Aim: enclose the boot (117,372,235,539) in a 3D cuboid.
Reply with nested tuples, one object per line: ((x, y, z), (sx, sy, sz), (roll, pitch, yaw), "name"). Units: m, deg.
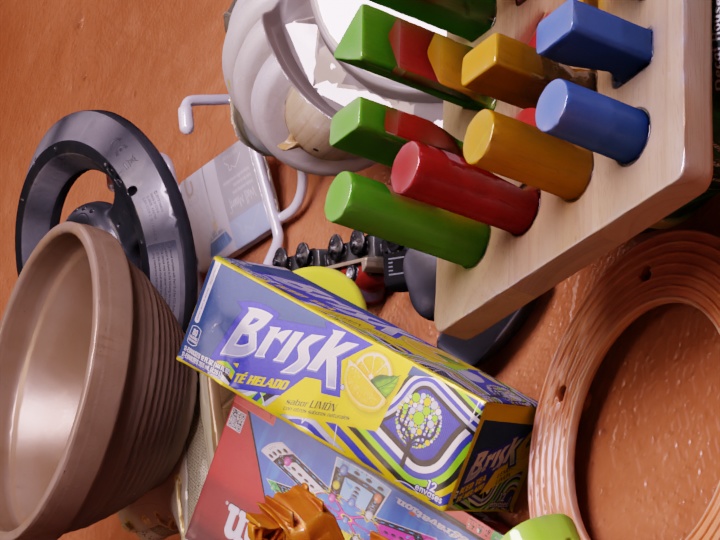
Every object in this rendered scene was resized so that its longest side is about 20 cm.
((-0.100, 0.159, 1.530), (0.155, 0.072, 0.202), (-36, 54, 55), "boot")

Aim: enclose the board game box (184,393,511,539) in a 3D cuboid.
((-0.009, 0.146, 1.340), (0.199, 0.019, 0.104), (28, 105, 35), "board game box")

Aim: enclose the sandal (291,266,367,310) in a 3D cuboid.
((-0.022, 0.101, 1.430), (0.087, 0.079, 0.202), (43, -128, -84), "sandal")

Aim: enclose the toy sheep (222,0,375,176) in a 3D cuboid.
((-0.021, -0.132, 1.465), (0.138, 0.137, 0.201), (-58, 18, 28), "toy sheep")

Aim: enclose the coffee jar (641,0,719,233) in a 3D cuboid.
((0.166, -0.086, 1.149), (0.200, 0.085, 0.105), (-26, 54, 55), "coffee jar")

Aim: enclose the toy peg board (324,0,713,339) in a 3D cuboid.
((0.066, -0.102, 1.146), (0.199, 0.097, 0.202), (-35, 45, 51), "toy peg board")

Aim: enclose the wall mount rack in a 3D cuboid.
((-0.105, -0.014, 1.620), (0.200, 0.074, 0.175), (-31, 70, 54), "wall mount rack")

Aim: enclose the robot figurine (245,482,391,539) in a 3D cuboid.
((-0.012, 0.222, 1.284), (0.145, 0.058, 0.202), (24, 123, 51), "robot figurine")

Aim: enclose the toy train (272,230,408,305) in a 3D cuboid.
((0.000, 0.000, 1.466), (0.200, 0.034, 0.046), (-12, 79, 58), "toy train")

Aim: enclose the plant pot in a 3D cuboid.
((-0.162, 0.077, 1.509), (0.201, 0.092, 0.202), (-39, 44, 52), "plant pot")

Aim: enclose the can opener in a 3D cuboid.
((0.089, -0.042, 1.312), (0.201, 0.078, 0.063), (-58, -6, 24), "can opener")

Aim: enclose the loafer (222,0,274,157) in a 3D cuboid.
((-0.050, -0.152, 1.589), (0.070, 0.075, 0.201), (-39, 35, 49), "loafer")

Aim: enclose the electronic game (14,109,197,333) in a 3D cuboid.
((-0.170, -0.006, 1.622), (0.199, 0.041, 0.202), (14, 108, 50), "electronic game")

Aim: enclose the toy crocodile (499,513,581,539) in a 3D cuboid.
((0.072, 0.179, 1.192), (0.200, 0.061, 0.068), (119, 142, -57), "toy crocodile")

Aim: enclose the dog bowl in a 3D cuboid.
((0.044, -0.161, 1.329), (0.198, 0.059, 0.202), (-4, 78, 17), "dog bowl")

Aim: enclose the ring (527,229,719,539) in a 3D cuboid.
((0.145, 0.080, 1.180), (0.200, 0.019, 0.202), (-36, 46, 49), "ring")

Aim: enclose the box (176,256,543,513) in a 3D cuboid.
((-0.001, 0.060, 1.315), (0.199, 0.070, 0.065), (26, 100, 34), "box")
